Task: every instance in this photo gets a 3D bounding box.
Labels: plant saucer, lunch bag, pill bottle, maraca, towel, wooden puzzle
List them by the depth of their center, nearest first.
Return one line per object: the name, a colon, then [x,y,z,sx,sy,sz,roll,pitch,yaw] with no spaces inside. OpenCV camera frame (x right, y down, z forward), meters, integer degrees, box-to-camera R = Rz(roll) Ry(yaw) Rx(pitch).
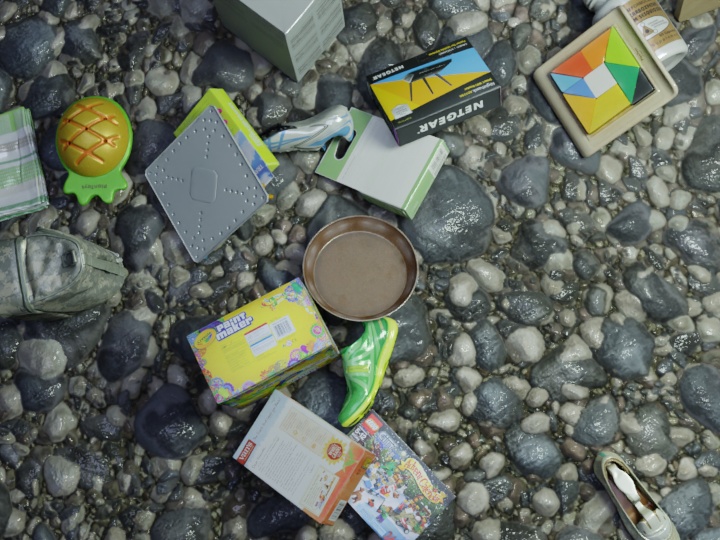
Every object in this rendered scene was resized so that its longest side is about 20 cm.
lunch bag: [-0.507,0.006,1.487,0.167,0.200,0.140,-10,81,5]
plant saucer: [0.000,0.000,1.520,0.199,0.035,0.202,0,64,-1]
wooden puzzle: [0.416,-0.323,1.521,0.200,0.037,0.186,-37,77,33]
pill bottle: [0.475,-0.435,1.554,0.114,0.114,0.201,-29,79,-2]
maraca: [-0.474,-0.214,1.570,0.136,0.107,0.201,-5,79,2]
towel: [-0.661,-0.191,1.616,0.148,0.031,0.201,-16,79,-1]

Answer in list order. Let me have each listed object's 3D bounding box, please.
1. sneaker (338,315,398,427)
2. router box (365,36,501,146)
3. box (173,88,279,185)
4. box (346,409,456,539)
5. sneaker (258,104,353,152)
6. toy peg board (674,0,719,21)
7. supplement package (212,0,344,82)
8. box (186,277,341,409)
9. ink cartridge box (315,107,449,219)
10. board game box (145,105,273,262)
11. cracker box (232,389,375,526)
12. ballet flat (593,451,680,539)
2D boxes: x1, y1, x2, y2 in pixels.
sneaker: [0.000,0.169,1.491,0.083,0.074,0.201,19,71,5]
router box: [0.128,-0.317,1.554,0.199,0.051,0.150,-23,55,-4]
box: [-0.232,-0.207,1.558,0.122,0.048,0.200,-43,78,29]
box: [0.041,0.351,1.468,0.137,0.038,0.200,-44,80,-4]
sneaker: [-0.107,-0.235,1.573,0.199,0.072,0.073,-14,113,12]
toy peg board: [0.640,-0.568,1.538,0.199,0.199,0.098,-21,63,-1]
supplement package: [-0.147,-0.477,1.555,0.191,0.200,0.147,38,83,9]
box: [-0.151,0.126,1.443,0.199,0.193,0.123,-27,78,-3]
ink cartridge box: [0.037,-0.193,1.570,0.199,0.048,0.146,25,81,29]
board game box: [-0.267,-0.149,1.540,0.200,0.026,0.201,-38,77,28]
cracker box: [-0.094,0.304,1.444,0.199,0.058,0.134,30,83,28]
ballet flat: [0.447,0.383,1.426,0.067,0.062,0.200,-38,80,-4]
